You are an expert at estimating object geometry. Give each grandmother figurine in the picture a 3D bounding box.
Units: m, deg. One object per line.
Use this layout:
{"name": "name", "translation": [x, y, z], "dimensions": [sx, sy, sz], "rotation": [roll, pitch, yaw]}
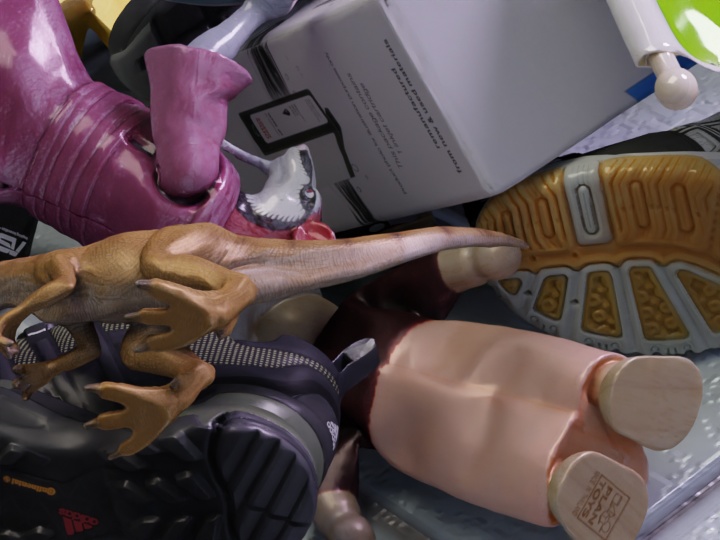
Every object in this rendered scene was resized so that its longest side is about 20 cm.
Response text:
{"name": "grandmother figurine", "translation": [0.018, 0.043, 1.001], "dimensions": [0.200, 0.061, 0.121], "rotation": [19, 69, 47]}

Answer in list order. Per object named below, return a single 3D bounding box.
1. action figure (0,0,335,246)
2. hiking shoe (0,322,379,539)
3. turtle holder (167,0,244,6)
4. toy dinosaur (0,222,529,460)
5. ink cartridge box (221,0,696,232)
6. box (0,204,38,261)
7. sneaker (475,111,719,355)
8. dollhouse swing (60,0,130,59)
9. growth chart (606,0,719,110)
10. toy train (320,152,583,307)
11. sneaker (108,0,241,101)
{"name": "action figure", "translation": [-0.097, -0.042, 1.004], "dimensions": [0.200, 0.134, 0.149], "rotation": [25, 41, 16]}
{"name": "hiking shoe", "translation": [-0.095, 0.051, 0.972], "dimensions": [0.200, 0.076, 0.101], "rotation": [4, 29, 20]}
{"name": "turtle holder", "translation": [-0.038, -0.154, 1.074], "dimensions": [0.185, 0.141, 0.132], "rotation": [26, 18, 2]}
{"name": "toy dinosaur", "translation": [-0.048, 0.003, 0.909], "dimensions": [0.200, 0.060, 0.106], "rotation": [-5, 29, 4]}
{"name": "ink cartridge box", "translation": [0.034, -0.084, 1.092], "dimensions": [0.146, 0.084, 0.200], "rotation": [-34, 9, -25]}
{"name": "box", "translation": [-0.267, -0.041, 1.203], "dimensions": [0.200, 0.193, 0.048], "rotation": [7, 77, 38]}
{"name": "sneaker", "translation": [0.139, -0.027, 1.030], "dimensions": [0.200, 0.076, 0.088], "rotation": [-9, 26, 6]}
{"name": "dollhouse swing", "translation": [-0.042, -0.118, 1.309], "dimensions": [0.200, 0.176, 0.182], "rotation": [-34, -8, -17]}
{"name": "growth chart", "translation": [0.159, -0.103, 0.996], "dimensions": [0.200, 0.018, 0.145], "rotation": [-6, 50, -29]}
{"name": "toy train", "translation": [0.000, 0.000, 1.103], "dimensions": [0.200, 0.034, 0.046], "rotation": [-20, 28, 4]}
{"name": "sneaker", "translation": [-0.032, -0.144, 1.212], "dimensions": [0.200, 0.075, 0.079], "rotation": [-41, 51, -18]}
